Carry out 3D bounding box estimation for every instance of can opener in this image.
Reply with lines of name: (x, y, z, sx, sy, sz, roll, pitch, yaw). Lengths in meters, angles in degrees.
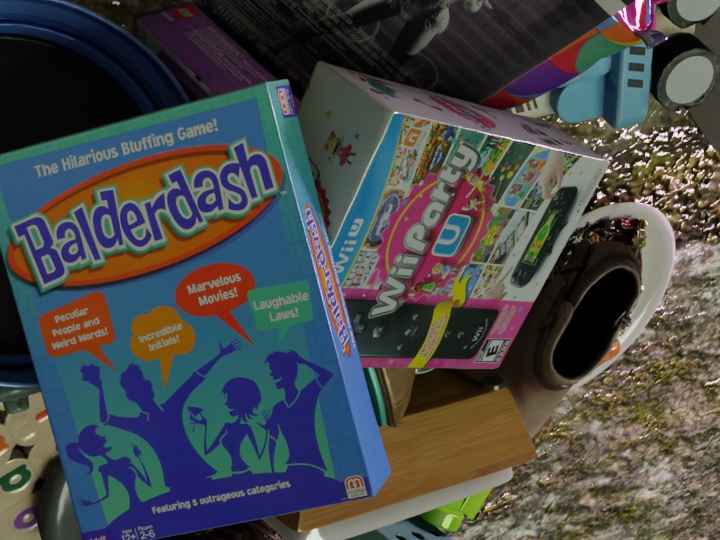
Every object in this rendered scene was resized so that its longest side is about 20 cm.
can opener: (-0.163, 0.110, 0.942, 0.067, 0.053, 0.200, -9, 129, -35)

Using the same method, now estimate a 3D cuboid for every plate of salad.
plate of salad: (0.184, 0.034, 1.191, 0.200, 0.048, 0.200, -22, 135, -23)

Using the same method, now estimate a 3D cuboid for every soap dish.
soap dish: (-0.001, 0.109, 1.029, 0.200, 0.157, 0.081, -12, 114, -32)

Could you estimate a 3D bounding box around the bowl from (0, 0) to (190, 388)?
bowl: (-0.176, -0.040, 0.756, 0.200, 0.039, 0.201, 1, 88, -27)

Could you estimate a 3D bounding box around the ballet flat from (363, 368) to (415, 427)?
ballet flat: (0.000, 0.000, 0.931, 0.072, 0.068, 0.200, -29, 95, -14)

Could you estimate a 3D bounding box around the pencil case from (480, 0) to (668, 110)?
pencil case: (0.085, -0.132, 0.872, 0.200, 0.089, 0.088, -26, 153, 36)

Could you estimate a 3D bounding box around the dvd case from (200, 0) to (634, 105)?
dvd case: (0.029, -0.150, 0.801, 0.149, 0.016, 0.200, 40, 132, -23)

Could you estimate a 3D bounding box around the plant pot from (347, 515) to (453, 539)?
plant pot: (0.000, 0.296, 1.181, 0.141, 0.141, 0.200, 7, 113, -59)

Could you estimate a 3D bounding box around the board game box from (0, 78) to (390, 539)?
board game box: (-0.084, 0.023, 0.708, 0.152, 0.200, 0.045, -14, -175, 14)

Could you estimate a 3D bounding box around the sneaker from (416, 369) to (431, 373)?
sneaker: (0.055, 0.008, 1.050, 0.200, 0.085, 0.075, -31, 109, -43)

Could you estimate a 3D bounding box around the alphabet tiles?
alphabet tiles: (-0.217, 0.127, 0.964, 0.195, 0.015, 0.200, -32, 139, -13)

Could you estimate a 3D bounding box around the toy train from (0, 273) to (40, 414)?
toy train: (-0.208, 0.039, 0.825, 0.200, 0.114, 0.085, -15, 89, -25)

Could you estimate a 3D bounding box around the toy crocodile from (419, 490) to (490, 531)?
toy crocodile: (0.040, 0.164, 1.179, 0.200, 0.062, 0.068, 19, 97, -44)

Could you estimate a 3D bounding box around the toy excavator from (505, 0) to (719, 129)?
toy excavator: (0.128, -0.132, 0.979, 0.200, 0.100, 0.195, -14, 131, -13)

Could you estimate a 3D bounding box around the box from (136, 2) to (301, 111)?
box: (-0.076, -0.034, 0.846, 0.039, 0.137, 0.200, -21, 136, -26)

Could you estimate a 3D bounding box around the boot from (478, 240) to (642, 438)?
boot: (0.135, 0.066, 1.060, 0.200, 0.070, 0.146, -63, -177, 0)

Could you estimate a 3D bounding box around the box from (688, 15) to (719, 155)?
box: (0.350, -0.141, 1.057, 0.171, 0.199, 0.200, -45, 140, 3)

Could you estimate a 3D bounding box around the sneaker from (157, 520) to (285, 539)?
sneaker: (-0.103, 0.195, 1.084, 0.116, 0.076, 0.200, -47, 151, -4)

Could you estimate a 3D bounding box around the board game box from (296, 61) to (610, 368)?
board game box: (0.030, -0.021, 0.801, 0.200, 0.064, 0.148, 6, 116, -49)
